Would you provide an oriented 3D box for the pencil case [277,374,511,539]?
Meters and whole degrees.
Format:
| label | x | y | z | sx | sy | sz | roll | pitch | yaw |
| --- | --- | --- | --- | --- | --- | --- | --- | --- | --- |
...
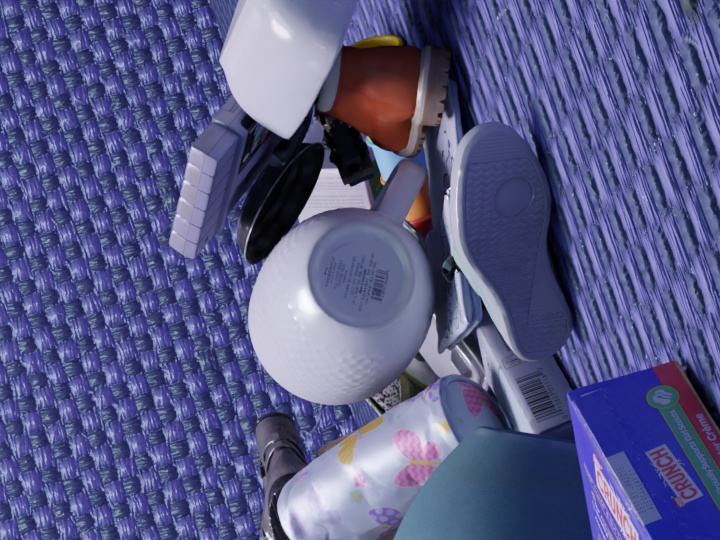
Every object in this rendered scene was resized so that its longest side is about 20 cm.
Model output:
| label | x | y | z | sx | sy | sz | roll | pitch | yaw |
| --- | --- | --- | --- | --- | --- | --- | --- | --- | --- |
| pencil case | 0.027 | 0.163 | 1.764 | 0.091 | 0.200 | 0.083 | 49 | -151 | -8 |

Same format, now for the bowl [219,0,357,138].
| label | x | y | z | sx | sy | sz | roll | pitch | yaw |
| --- | --- | --- | --- | --- | --- | --- | --- | --- | --- |
| bowl | -0.043 | -0.217 | 1.642 | 0.200 | 0.074 | 0.201 | 126 | 162 | -68 |

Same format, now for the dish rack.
| label | x | y | z | sx | sy | sz | roll | pitch | yaw |
| --- | --- | --- | --- | --- | --- | --- | --- | --- | --- |
| dish rack | 0.069 | 0.052 | 1.975 | 0.172 | 0.043 | 0.200 | 52 | 171 | 12 |

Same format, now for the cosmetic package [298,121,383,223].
| label | x | y | z | sx | sy | sz | roll | pitch | yaw |
| --- | --- | --- | --- | --- | --- | --- | --- | --- | --- |
| cosmetic package | 0.003 | -0.040 | 2.112 | 0.108 | 0.084 | 0.201 | -62 | -36 | -48 |

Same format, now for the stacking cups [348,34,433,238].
| label | x | y | z | sx | sy | sz | roll | pitch | yaw |
| --- | --- | --- | --- | --- | --- | --- | --- | --- | --- |
| stacking cups | 0.034 | -0.106 | 1.954 | 0.061 | 0.060 | 0.201 | -120 | 10 | -61 |

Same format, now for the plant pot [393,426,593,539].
| label | x | y | z | sx | sy | sz | roll | pitch | yaw |
| --- | --- | --- | --- | --- | --- | --- | --- | --- | --- |
| plant pot | 0.119 | 0.184 | 1.574 | 0.200 | 0.199 | 0.136 | 169 | 111 | -84 |

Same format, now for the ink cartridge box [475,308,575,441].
| label | x | y | z | sx | sy | sz | roll | pitch | yaw |
| --- | --- | --- | --- | --- | --- | --- | --- | --- | --- |
| ink cartridge box | 0.146 | 0.148 | 1.748 | 0.160 | 0.047 | 0.201 | -116 | 11 | -53 |

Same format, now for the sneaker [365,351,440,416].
| label | x | y | z | sx | sy | sz | roll | pitch | yaw |
| --- | --- | --- | --- | --- | --- | --- | --- | --- | --- |
| sneaker | 0.052 | 0.138 | 2.099 | 0.200 | 0.089 | 0.077 | 41 | 166 | -15 |

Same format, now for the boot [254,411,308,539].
| label | x | y | z | sx | sy | sz | roll | pitch | yaw |
| --- | --- | --- | --- | --- | --- | --- | --- | --- | --- |
| boot | -0.059 | 0.237 | 1.991 | 0.132 | 0.069 | 0.201 | -112 | 23 | -62 |

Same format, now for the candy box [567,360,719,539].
| label | x | y | z | sx | sy | sz | roll | pitch | yaw |
| --- | --- | --- | --- | --- | --- | --- | --- | --- | --- |
| candy box | 0.191 | 0.182 | 1.293 | 0.170 | 0.077 | 0.201 | -114 | 6 | -48 |

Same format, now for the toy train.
| label | x | y | z | sx | sy | sz | roll | pitch | yaw |
| --- | --- | --- | --- | --- | --- | --- | --- | --- | --- |
| toy train | -0.021 | -0.130 | 1.890 | 0.200 | 0.034 | 0.046 | -109 | -4 | -53 |

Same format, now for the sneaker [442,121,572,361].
| label | x | y | z | sx | sy | sz | roll | pitch | yaw |
| --- | --- | --- | --- | --- | --- | --- | --- | --- | --- |
| sneaker | 0.085 | -0.040 | 1.564 | 0.118 | 0.073 | 0.201 | 55 | 166 | 49 |

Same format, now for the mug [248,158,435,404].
| label | x | y | z | sx | sy | sz | roll | pitch | yaw |
| --- | --- | --- | --- | --- | --- | --- | --- | --- | --- |
| mug | 0.000 | 0.000 | 1.806 | 0.147 | 0.201 | 0.175 | 27 | 165 | -1 |

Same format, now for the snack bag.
| label | x | y | z | sx | sy | sz | roll | pitch | yaw |
| --- | --- | --- | --- | --- | --- | --- | --- | --- | --- |
| snack bag | 0.069 | -0.042 | 1.784 | 0.189 | 0.021 | 0.202 | 115 | 150 | -81 |

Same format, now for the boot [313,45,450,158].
| label | x | y | z | sx | sy | sz | roll | pitch | yaw |
| --- | --- | --- | --- | --- | --- | --- | --- | --- | --- |
| boot | 0.008 | -0.141 | 1.765 | 0.200 | 0.106 | 0.076 | 113 | 162 | -79 |

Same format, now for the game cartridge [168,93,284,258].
| label | x | y | z | sx | sy | sz | roll | pitch | yaw |
| --- | --- | --- | --- | --- | --- | --- | --- | --- | --- |
| game cartridge | -0.083 | -0.114 | 1.774 | 0.038 | 0.200 | 0.130 | 32 | 142 | 5 |

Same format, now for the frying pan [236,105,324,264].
| label | x | y | z | sx | sy | sz | roll | pitch | yaw |
| --- | --- | --- | --- | --- | --- | --- | --- | --- | --- |
| frying pan | -0.070 | -0.068 | 1.781 | 0.031 | 0.115 | 0.190 | 31 | 169 | 13 |

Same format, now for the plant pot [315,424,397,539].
| label | x | y | z | sx | sy | sz | roll | pitch | yaw |
| --- | --- | --- | --- | --- | --- | --- | --- | --- | --- |
| plant pot | 0.062 | 0.225 | 1.932 | 0.200 | 0.199 | 0.178 | -124 | 10 | -69 |
